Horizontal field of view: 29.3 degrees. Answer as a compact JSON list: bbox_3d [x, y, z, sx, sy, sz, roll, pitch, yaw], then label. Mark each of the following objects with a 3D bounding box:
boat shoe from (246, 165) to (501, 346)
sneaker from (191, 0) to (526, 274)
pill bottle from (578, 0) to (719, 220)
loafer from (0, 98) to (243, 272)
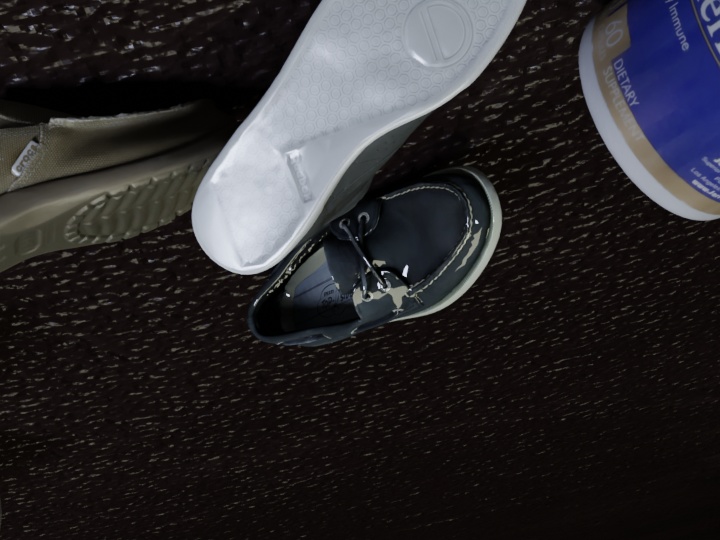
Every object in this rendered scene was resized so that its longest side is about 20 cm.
[{"bbox_3d":[-0.001,-0.002,0.807,0.065,0.076,0.198,-10,171,-42],"label":"boat shoe"},{"bbox_3d":[0.005,-0.088,0.626,0.200,0.071,0.099,-46,-178,19],"label":"sneaker"},{"bbox_3d":[0.200,-0.114,0.593,0.115,0.117,0.199,6,151,-40],"label":"pill bottle"},{"bbox_3d":[-0.143,-0.047,0.631,0.198,0.068,0.076,-20,167,-28],"label":"loafer"}]
